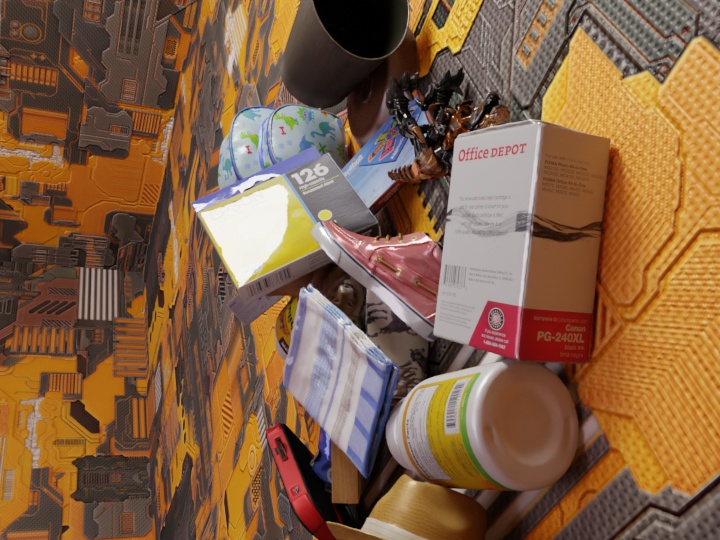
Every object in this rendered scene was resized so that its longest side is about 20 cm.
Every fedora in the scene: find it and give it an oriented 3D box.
[{"bbox_3d":[0.065,0.251,0.704,0.200,0.200,0.082,-24,41,64],"label":"fedora"}]

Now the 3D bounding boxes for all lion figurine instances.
[{"bbox_3d":[-0.085,0.008,0.966,0.073,0.199,0.123,56,-138,-61],"label":"lion figurine"}]

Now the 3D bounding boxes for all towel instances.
[{"bbox_3d":[-0.031,0.122,0.842,0.200,0.024,0.148,38,121,49],"label":"towel"}]

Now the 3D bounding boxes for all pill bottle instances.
[{"bbox_3d":[0.103,0.152,0.701,0.200,0.110,0.112,149,123,-62],"label":"pill bottle"},{"bbox_3d":[-0.064,0.077,1.104,0.200,0.109,0.110,132,137,-55],"label":"pill bottle"}]

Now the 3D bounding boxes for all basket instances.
[{"bbox_3d":[-0.034,-0.322,1.007,0.200,0.135,0.181,145,122,-65],"label":"basket"}]

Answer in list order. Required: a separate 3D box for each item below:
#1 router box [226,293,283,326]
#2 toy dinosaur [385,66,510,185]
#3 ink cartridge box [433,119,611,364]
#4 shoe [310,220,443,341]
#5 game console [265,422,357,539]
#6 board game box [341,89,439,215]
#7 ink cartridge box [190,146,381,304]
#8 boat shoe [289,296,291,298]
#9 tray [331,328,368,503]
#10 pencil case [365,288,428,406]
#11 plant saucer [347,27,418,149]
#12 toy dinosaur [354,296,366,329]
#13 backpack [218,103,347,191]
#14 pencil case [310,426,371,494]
[{"bbox_3d":[-0.103,-0.009,1.136,0.049,0.179,0.200,48,146,-4],"label":"router box"},{"bbox_3d":[0.085,-0.153,0.833,0.199,0.102,0.136,-26,79,35],"label":"toy dinosaur"},{"bbox_3d":[0.145,-0.026,0.675,0.145,0.083,0.201,-170,86,-67],"label":"ink cartridge box"},{"bbox_3d":[0.038,-0.016,0.836,0.200,0.071,0.091,41,98,22],"label":"shoe"},{"bbox_3d":[-0.057,0.313,1.003,0.177,0.031,0.200,56,178,-32],"label":"game console"},{"bbox_3d":[0.027,-0.137,0.978,0.200,0.019,0.103,-43,46,33],"label":"board game box"},{"bbox_3d":[-0.105,-0.077,0.956,0.200,0.197,0.047,55,166,31],"label":"ink cartridge box"},{"bbox_3d":[-0.050,0.015,1.173,0.062,0.073,0.200,49,142,-3],"label":"boat shoe"},{"bbox_3d":[-0.012,0.177,0.915,0.099,0.037,0.201,3,-93,-82],"label":"tray"},{"bbox_3d":[0.040,0.066,0.902,0.089,0.078,0.201,-7,78,37],"label":"pencil case"},{"bbox_3d":[0.023,-0.264,1.066,0.200,0.036,0.202,-175,90,-68],"label":"plant saucer"},{"bbox_3d":[0.000,0.000,1.001,0.088,0.047,0.201,-22,63,21],"label":"toy dinosaur"},{"bbox_3d":[-0.120,-0.177,1.171,0.147,0.199,0.184,137,134,-57],"label":"backpack"},{"bbox_3d":[-0.018,0.200,1.006,0.078,0.086,0.201,-165,82,-84],"label":"pencil case"}]
